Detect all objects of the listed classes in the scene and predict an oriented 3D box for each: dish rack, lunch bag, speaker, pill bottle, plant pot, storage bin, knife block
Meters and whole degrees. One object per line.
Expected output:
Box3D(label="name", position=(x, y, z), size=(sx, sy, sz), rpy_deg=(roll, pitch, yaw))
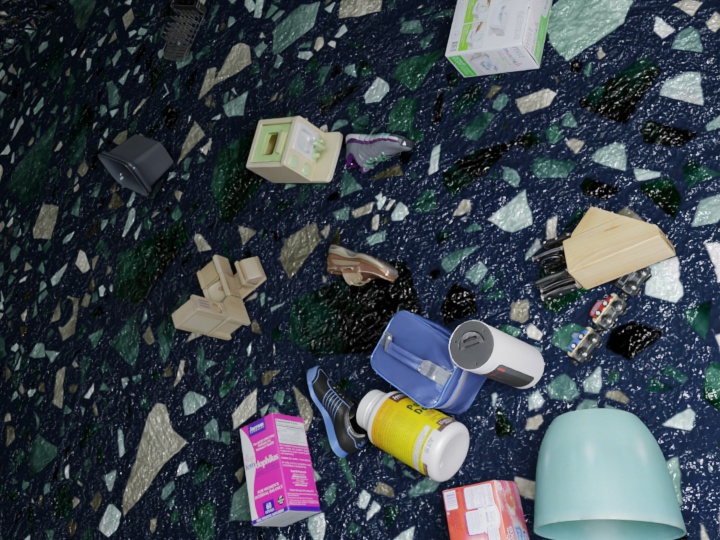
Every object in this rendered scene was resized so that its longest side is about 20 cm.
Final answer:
Box3D(label="dish rack", position=(-0.578, -0.773, 2.144), size=(0.153, 0.055, 0.200), rpy_deg=(21, 87, 41))
Box3D(label="lunch bag", position=(0.118, 0.162, 1.220), size=(0.200, 0.132, 0.136), rpy_deg=(29, 92, 40))
Box3D(label="speaker", position=(0.227, 0.141, 1.099), size=(0.081, 0.200, 0.081), rpy_deg=(-14, 65, 33))
Box3D(label="pill bottle", position=(0.089, 0.290, 1.209), size=(0.200, 0.109, 0.109), rpy_deg=(20, 86, 40))
Box3D(label="plant pot", position=(0.348, 0.295, 0.964), size=(0.200, 0.201, 0.161), rpy_deg=(-17, 53, 32))
Box3D(label="storage bin", position=(-0.659, -0.319, 1.999), size=(0.200, 0.146, 0.134), rpy_deg=(23, 61, 40))
Box3D(label="knife block", position=(0.383, -0.010, 1.101), size=(0.176, 0.064, 0.200), rpy_deg=(-57, 35, -1))

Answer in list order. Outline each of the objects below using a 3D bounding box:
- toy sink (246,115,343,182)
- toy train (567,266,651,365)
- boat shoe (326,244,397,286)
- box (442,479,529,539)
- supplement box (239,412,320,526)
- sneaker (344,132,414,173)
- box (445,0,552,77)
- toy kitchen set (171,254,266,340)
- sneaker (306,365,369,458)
Box3D(label="toy sink", position=(-0.163, -0.291, 1.613), size=(0.200, 0.112, 0.131), rpy_deg=(7, 78, 39))
Box3D(label="toy train", position=(0.404, 0.069, 1.100), size=(0.046, 0.034, 0.200), rpy_deg=(40, 98, 43))
Box3D(label="boat shoe", position=(0.000, 0.000, 1.414), size=(0.200, 0.076, 0.072), rpy_deg=(19, 89, 49))
Box3D(label="box", position=(0.211, 0.447, 1.067), size=(0.100, 0.095, 0.200), rpy_deg=(-24, 61, 29))
Box3D(label="supplement box", position=(-0.167, 0.407, 1.367), size=(0.101, 0.103, 0.200), rpy_deg=(-31, 56, 26))
Box3D(label="sneaker", position=(0.041, -0.257, 1.485), size=(0.200, 0.074, 0.088), rpy_deg=(14, 96, 49))
Box3D(label="box", position=(0.287, -0.516, 1.365), size=(0.176, 0.097, 0.201), rpy_deg=(4, 76, 37))
Box3D(label="toy kitchen set", position=(-0.344, 0.028, 1.587), size=(0.163, 0.180, 0.200), rpy_deg=(-37, 59, 19))
Box3D(label="sneaker", position=(-0.042, 0.272, 1.347), size=(0.078, 0.070, 0.200), rpy_deg=(-34, 62, 17))
